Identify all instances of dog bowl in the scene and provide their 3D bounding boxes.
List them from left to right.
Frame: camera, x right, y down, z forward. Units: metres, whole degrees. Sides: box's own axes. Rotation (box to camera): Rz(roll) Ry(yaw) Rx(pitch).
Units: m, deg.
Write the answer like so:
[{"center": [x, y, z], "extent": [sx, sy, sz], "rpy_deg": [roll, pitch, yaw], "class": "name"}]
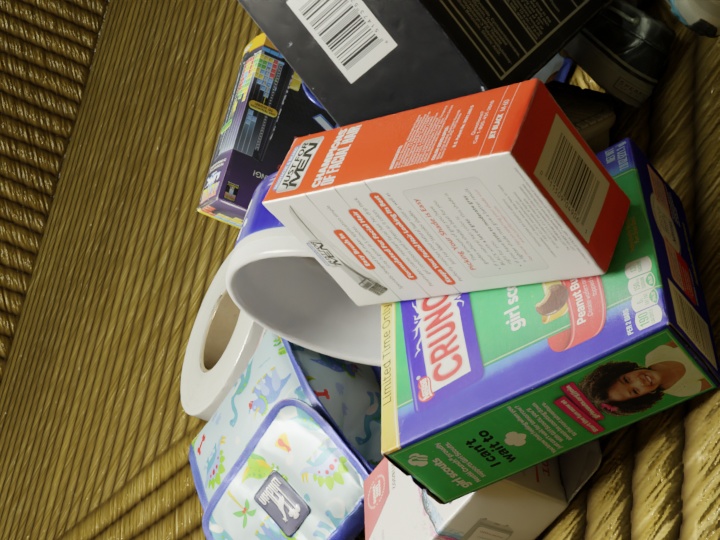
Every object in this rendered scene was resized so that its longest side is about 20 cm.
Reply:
[{"center": [0.000, 0.000, 1.209], "extent": [0.200, 0.200, 0.079], "rpy_deg": [-31, 39, 58], "class": "dog bowl"}]

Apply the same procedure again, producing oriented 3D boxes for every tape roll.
[{"center": [-0.116, 0.067, 1.621], "extent": [0.202, 0.071, 0.203], "rpy_deg": [-52, 26, 38], "class": "tape roll"}]

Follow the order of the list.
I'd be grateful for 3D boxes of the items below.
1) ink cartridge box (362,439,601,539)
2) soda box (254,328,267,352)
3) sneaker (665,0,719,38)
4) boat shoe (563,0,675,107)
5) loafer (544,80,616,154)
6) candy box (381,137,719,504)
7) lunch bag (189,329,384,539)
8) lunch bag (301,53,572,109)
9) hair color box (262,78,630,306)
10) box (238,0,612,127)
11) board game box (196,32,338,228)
[{"center": [0.079, 0.140, 1.060], "extent": [0.200, 0.067, 0.117], "rpy_deg": [-53, 25, 34], "class": "ink cartridge box"}, {"center": [-0.077, 0.130, 1.463], "extent": [0.200, 0.068, 0.064], "rpy_deg": [-69, 21, 0], "class": "soda box"}, {"center": [0.254, -0.249, 1.008], "extent": [0.087, 0.075, 0.200], "rpy_deg": [-8, 62, 60], "class": "sneaker"}, {"center": [0.181, -0.191, 1.153], "extent": [0.071, 0.072, 0.200], "rpy_deg": [-53, 35, 16], "class": "boat shoe"}, {"center": [0.140, -0.087, 1.075], "extent": [0.200, 0.076, 0.068], "rpy_deg": [-32, -47, -67], "class": "loafer"}, {"center": [0.111, 0.033, 0.976], "extent": [0.200, 0.077, 0.169], "rpy_deg": [-29, 38, 24], "class": "candy box"}, {"center": [-0.051, 0.167, 1.298], "extent": [0.170, 0.127, 0.200], "rpy_deg": [-56, 37, 25], "class": "lunch bag"}, {"center": [0.050, -0.162, 1.293], "extent": [0.124, 0.170, 0.200], "rpy_deg": [-65, 22, 2], "class": "lunch bag"}, {"center": [0.050, -0.043, 0.952], "extent": [0.200, 0.111, 0.064], "rpy_deg": [-9, 45, 41], "class": "hair color box"}, {"center": [0.038, -0.197, 1.047], "extent": [0.123, 0.200, 0.198], "rpy_deg": [-34, 6, 43], "class": "box"}, {"center": [-0.028, -0.097, 1.377], "extent": [0.057, 0.200, 0.165], "rpy_deg": [-23, 50, 61], "class": "board game box"}]
